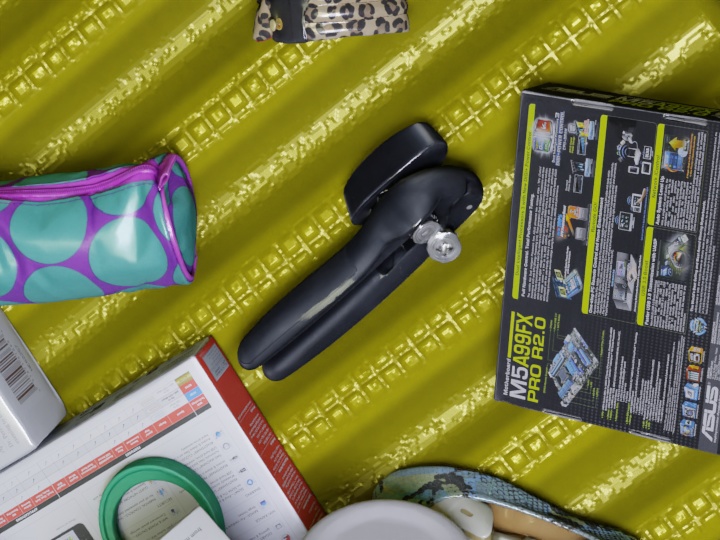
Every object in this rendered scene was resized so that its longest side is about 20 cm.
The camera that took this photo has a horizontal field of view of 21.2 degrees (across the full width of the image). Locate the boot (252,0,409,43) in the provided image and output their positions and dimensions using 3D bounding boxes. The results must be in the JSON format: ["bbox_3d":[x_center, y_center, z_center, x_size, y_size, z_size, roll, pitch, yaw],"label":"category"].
[{"bbox_3d":[-0.060,-0.215,1.169,0.198,0.073,0.152,-3,103,4],"label":"boot"}]

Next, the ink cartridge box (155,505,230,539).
[{"bbox_3d":[-0.081,0.265,1.170,0.200,0.083,0.145,47,140,6],"label":"ink cartridge box"}]

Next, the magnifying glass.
[{"bbox_3d":[-0.099,0.212,1.254,0.079,0.022,0.201,-30,96,15],"label":"magnifying glass"}]

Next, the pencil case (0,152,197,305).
[{"bbox_3d":[-0.203,-0.026,1.228,0.198,0.085,0.093,-5,131,9],"label":"pencil case"}]

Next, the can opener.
[{"bbox_3d":[0.000,0.000,1.224,0.063,0.079,0.200,25,115,-39],"label":"can opener"}]

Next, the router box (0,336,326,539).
[{"bbox_3d":[-0.137,0.172,1.285,0.199,0.049,0.180,-30,98,15],"label":"router box"}]

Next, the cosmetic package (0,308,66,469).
[{"bbox_3d":[-0.308,0.113,1.287,0.199,0.074,0.102,-30,97,16],"label":"cosmetic package"}]

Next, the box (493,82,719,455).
[{"bbox_3d":[0.168,-0.003,1.169,0.159,0.044,0.202,11,106,29],"label":"box"}]

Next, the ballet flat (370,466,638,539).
[{"bbox_3d":[0.099,0.179,1.240,0.198,0.074,0.075,14,106,6],"label":"ballet flat"}]

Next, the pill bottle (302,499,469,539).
[{"bbox_3d":[0.016,0.255,1.225,0.115,0.116,0.201,4,126,8],"label":"pill bottle"}]
